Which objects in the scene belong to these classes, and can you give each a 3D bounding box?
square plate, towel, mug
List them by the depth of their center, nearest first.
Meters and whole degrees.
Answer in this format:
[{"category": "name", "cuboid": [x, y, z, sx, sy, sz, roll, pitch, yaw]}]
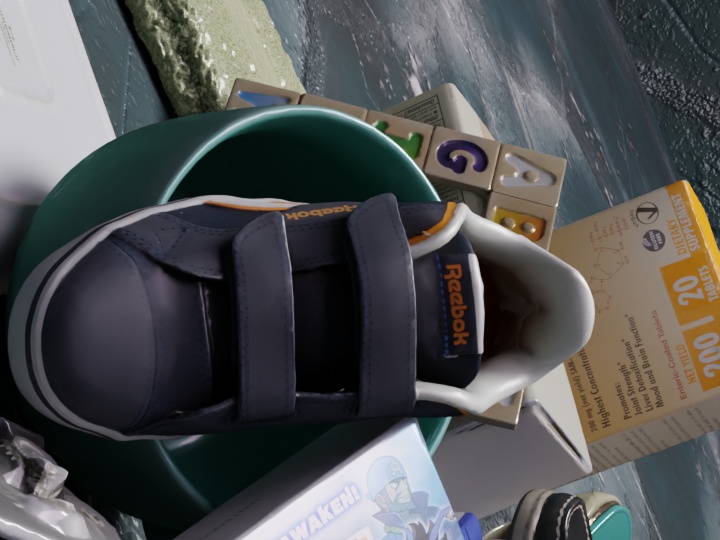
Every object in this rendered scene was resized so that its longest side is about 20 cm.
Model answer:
[{"category": "mug", "cuboid": [-0.059, 0.033, 0.782, 0.152, 0.114, 0.185, 39, 66, -31]}, {"category": "square plate", "cuboid": [-0.147, -0.085, 0.832, 0.200, 0.028, 0.198, 70, 15, 9]}, {"category": "towel", "cuboid": [-0.066, -0.101, 1.116, 0.200, 0.036, 0.148, 67, 16, -3]}]

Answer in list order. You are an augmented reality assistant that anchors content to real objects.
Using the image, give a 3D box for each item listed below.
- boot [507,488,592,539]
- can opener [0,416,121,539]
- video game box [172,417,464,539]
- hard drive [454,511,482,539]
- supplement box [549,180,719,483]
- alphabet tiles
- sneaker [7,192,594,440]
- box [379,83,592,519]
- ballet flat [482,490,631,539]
[{"category": "boot", "cuboid": [0.142, 0.186, 0.896, 0.073, 0.150, 0.200, -16, 99, -66]}, {"category": "can opener", "cuboid": [-0.144, 0.058, 0.601, 0.200, 0.067, 0.053, 31, 11, -46]}, {"category": "video game box", "cuboid": [-0.023, 0.170, 0.685, 0.200, 0.047, 0.182, -32, 106, -42]}, {"category": "hard drive", "cuboid": [0.020, 0.196, 0.903, 0.200, 0.025, 0.132, -36, 123, -68]}, {"category": "supplement box", "cuboid": [0.116, 0.048, 1.213, 0.074, 0.200, 0.126, 40, 30, -66]}, {"category": "alphabet tiles", "cuboid": [0.000, 0.000, 0.982, 0.008, 0.167, 0.200, 103, 1, -49]}, {"category": "sneaker", "cuboid": [-0.012, 0.012, 0.698, 0.200, 0.079, 0.079, -7, 95, -37]}, {"category": "box", "cuboid": [0.039, 0.017, 1.052, 0.078, 0.095, 0.200, 48, 25, -49]}, {"category": "ballet flat", "cuboid": [0.070, 0.173, 1.122, 0.200, 0.069, 0.070, -33, 101, -48]}]
